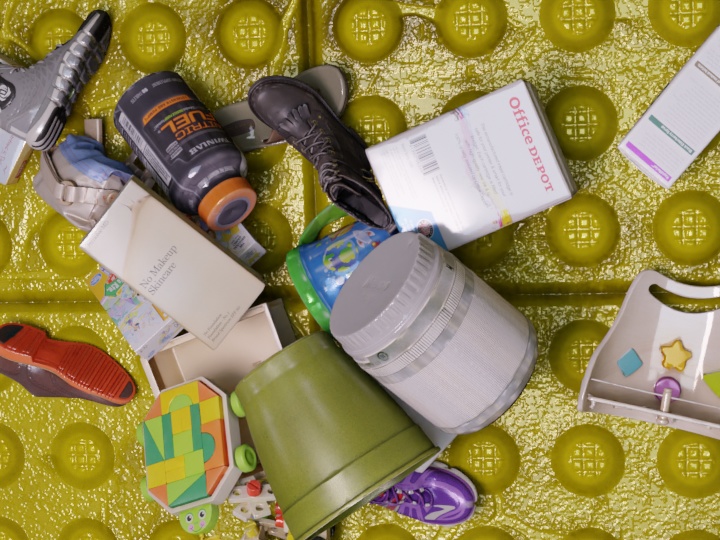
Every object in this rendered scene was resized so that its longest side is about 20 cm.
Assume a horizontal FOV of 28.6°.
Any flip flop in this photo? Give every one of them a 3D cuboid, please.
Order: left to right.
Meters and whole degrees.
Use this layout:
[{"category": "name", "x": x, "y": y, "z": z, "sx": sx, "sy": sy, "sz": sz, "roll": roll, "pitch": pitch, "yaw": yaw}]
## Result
[{"category": "flip flop", "x": -0.107, "y": -0.195, "z": 1.745, "sx": 0.199, "sy": 0.058, "sz": 0.082, "roll": -16, "pitch": 88, "yaw": 16}]

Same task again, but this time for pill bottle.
[{"category": "pill bottle", "x": -0.207, "y": -0.140, "z": 1.719, "sx": 0.106, "sy": 0.106, "sz": 0.200, "roll": -45, "pitch": 66, "yaw": 13}]

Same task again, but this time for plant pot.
[{"category": "plant pot", "x": -0.043, "y": 0.182, "z": 1.629, "sx": 0.200, "sy": 0.200, "sz": 0.193, "roll": -36, "pitch": 79, "yaw": 13}]

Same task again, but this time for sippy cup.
[{"category": "sippy cup", "x": 0.000, "y": 0.000, "z": 1.702, "sx": 0.130, "sy": 0.140, "sz": 0.178, "roll": -33, "pitch": 90, "yaw": 11}]

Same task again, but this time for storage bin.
[{"category": "storage bin", "x": -0.160, "y": 0.163, "z": 1.775, "sx": 0.198, "sy": 0.094, "sz": 0.201, "roll": -21, "pitch": 91, "yaw": 13}]

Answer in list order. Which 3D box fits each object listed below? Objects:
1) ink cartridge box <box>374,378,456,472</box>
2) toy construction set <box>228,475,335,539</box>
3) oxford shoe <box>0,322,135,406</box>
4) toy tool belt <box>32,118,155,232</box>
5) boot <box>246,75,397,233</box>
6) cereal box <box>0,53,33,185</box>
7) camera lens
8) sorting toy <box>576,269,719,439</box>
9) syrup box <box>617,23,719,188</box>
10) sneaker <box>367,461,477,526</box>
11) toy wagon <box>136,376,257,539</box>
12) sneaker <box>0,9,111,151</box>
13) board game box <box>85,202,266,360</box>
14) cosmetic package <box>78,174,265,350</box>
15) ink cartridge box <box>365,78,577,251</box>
[{"category": "ink cartridge box", "x": 0.090, "y": 0.122, "z": 1.722, "sx": 0.146, "sy": 0.084, "sz": 0.200, "roll": 43, "pitch": 102, "yaw": 5}, {"category": "toy construction set", "x": -0.100, "y": 0.309, "z": 1.747, "sx": 0.130, "sy": 0.200, "sz": 0.092, "roll": 9, "pitch": 53, "yaw": 9}, {"category": "oxford shoe", "x": -0.388, "y": 0.136, "z": 1.846, "sx": 0.199, "sy": 0.071, "sz": 0.073, "roll": 24, "pitch": 128, "yaw": 6}, {"category": "toy tool belt", "x": -0.316, "y": -0.109, "z": 1.753, "sx": 0.200, "sy": 0.125, "sz": 0.123, "roll": 34, "pitch": 95, "yaw": 42}, {"category": "boot", "x": -0.042, "y": -0.137, "z": 1.649, "sx": 0.200, "sy": 0.174, "sz": 0.069, "roll": 33, "pitch": 109, "yaw": -23}, {"category": "cereal box", "x": -0.505, "y": -0.220, "z": 1.838, "sx": 0.199, "sy": 0.040, "sz": 0.144, "roll": 31, "pitch": 100, "yaw": 7}, {"category": "camera lens", "x": 0.085, "y": 0.073, "z": 1.567, "sx": 0.200, "sy": 0.160, "sz": 0.160, "roll": 39, "pitch": 103, "yaw": -22}, {"category": "sorting toy", "x": 0.371, "y": 0.096, "z": 1.659, "sx": 0.199, "sy": 0.107, "sz": 0.181, "roll": 12, "pitch": 91, "yaw": 11}, {"category": "syrup box", "x": 0.389, "y": -0.194, "z": 1.630, "sx": 0.081, "sy": 0.079, "sz": 0.200, "roll": 42, "pitch": 102, "yaw": 5}, {"category": "sneaker", "x": 0.044, "y": 0.273, "z": 1.748, "sx": 0.199, "sy": 0.083, "sz": 0.081, "roll": 12, "pitch": 98, "yaw": 10}, {"category": "toy wagon", "x": -0.196, "y": 0.230, "z": 1.681, "sx": 0.155, "sy": 0.040, "sz": 0.201, "roll": -20, "pitch": 63, "yaw": 25}, {"category": "sneaker", "x": -0.400, "y": -0.257, "z": 1.768, "sx": 0.115, "sy": 0.075, "sz": 0.201, "roll": 23, "pitch": 72, "yaw": 9}, {"category": "board game box", "x": -0.230, "y": -0.005, "z": 1.756, "sx": 0.200, "sy": 0.034, "sz": 0.135, "roll": -43, "pitch": 59, "yaw": 1}, {"category": "cosmetic package", "x": -0.220, "y": -0.010, "z": 1.661, "sx": 0.200, "sy": 0.073, "sz": 0.104, "roll": 37, "pitch": 92, "yaw": -12}, {"category": "ink cartridge box", "x": 0.135, "y": -0.116, "z": 1.657, "sx": 0.199, "sy": 0.146, "sz": 0.147, "roll": -23, "pitch": 90, "yaw": 13}]
